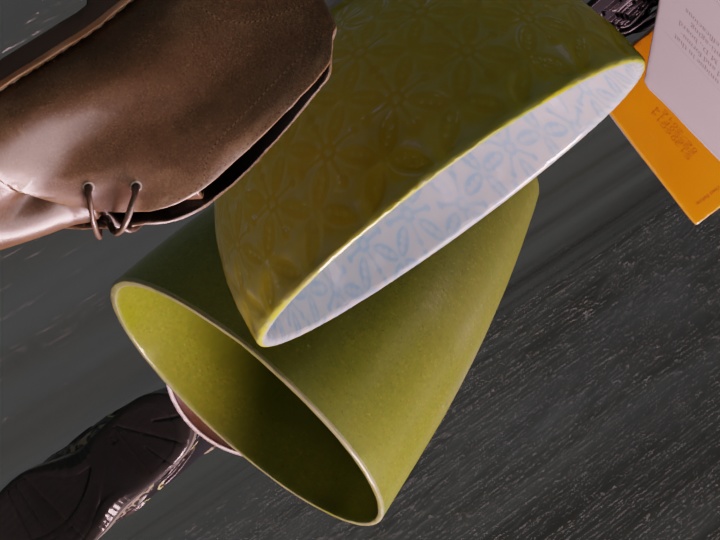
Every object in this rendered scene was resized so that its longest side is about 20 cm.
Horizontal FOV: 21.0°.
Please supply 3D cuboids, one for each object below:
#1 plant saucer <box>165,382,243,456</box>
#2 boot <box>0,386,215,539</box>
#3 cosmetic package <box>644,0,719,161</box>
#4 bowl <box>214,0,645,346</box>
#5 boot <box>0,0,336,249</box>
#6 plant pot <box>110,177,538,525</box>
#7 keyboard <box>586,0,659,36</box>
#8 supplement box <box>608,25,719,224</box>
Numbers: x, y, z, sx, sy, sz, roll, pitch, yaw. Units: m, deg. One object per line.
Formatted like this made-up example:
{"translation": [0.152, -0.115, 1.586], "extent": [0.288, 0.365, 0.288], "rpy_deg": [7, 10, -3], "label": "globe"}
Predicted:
{"translation": [-0.028, 0.033, 1.205], "extent": [0.200, 0.032, 0.201], "rpy_deg": [-12, 130, -14], "label": "plant saucer"}
{"translation": [-0.179, 0.149, 1.477], "extent": [0.203, 0.074, 0.154], "rpy_deg": [-37, 176, 20], "label": "boot"}
{"translation": [0.290, -0.153, 1.165], "extent": [0.165, 0.165, 0.200], "rpy_deg": [-34, 157, -13], "label": "cosmetic package"}
{"translation": [0.009, -0.069, 0.812], "extent": [0.200, 0.108, 0.200], "rpy_deg": [-34, 173, -5], "label": "bowl"}
{"translation": [-0.093, -0.033, 0.614], "extent": [0.200, 0.076, 0.074], "rpy_deg": [-41, -179, -4], "label": "boot"}
{"translation": [0.000, 0.000, 1.052], "extent": [0.200, 0.187, 0.187], "rpy_deg": [-49, 177, -19], "label": "plant pot"}
{"translation": [0.198, -0.181, 1.233], "extent": [0.200, 0.040, 0.104], "rpy_deg": [-38, 172, 26], "label": "keyboard"}
{"translation": [0.225, -0.109, 1.381], "extent": [0.073, 0.126, 0.200], "rpy_deg": [-38, -179, 9], "label": "supplement box"}
